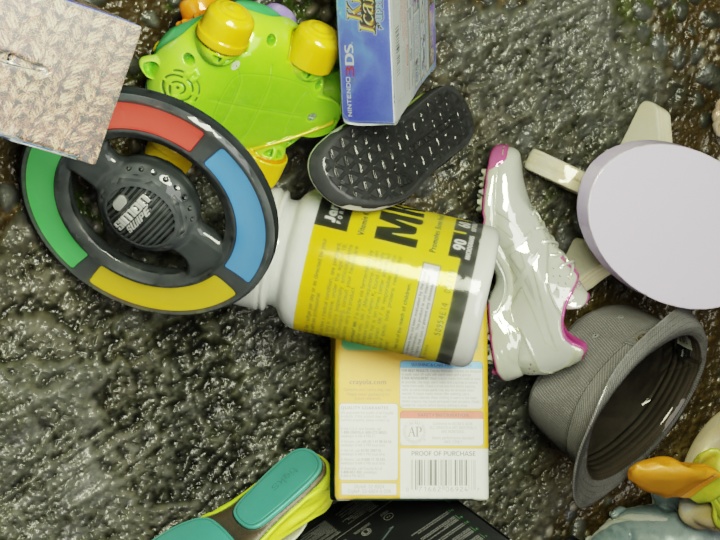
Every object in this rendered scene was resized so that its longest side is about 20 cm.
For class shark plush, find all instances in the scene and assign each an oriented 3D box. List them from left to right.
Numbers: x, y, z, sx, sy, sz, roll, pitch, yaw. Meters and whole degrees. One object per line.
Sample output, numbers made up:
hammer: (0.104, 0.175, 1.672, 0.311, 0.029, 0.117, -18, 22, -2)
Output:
shark plush: (0.260, 0.245, 1.781, 0.200, 0.083, 0.091, 3, 104, -30)

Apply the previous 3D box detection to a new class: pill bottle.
pill bottle: (0.000, 0.000, 1.500, 0.199, 0.114, 0.115, 12, 101, 2)

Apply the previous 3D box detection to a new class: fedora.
fedora: (0.213, 0.101, 1.688, 0.200, 0.090, 0.177, -41, 146, -26)

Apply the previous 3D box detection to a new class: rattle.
rattle: (0.320, 0.127, 1.758, 0.143, 0.130, 0.200, 25, 76, -9)

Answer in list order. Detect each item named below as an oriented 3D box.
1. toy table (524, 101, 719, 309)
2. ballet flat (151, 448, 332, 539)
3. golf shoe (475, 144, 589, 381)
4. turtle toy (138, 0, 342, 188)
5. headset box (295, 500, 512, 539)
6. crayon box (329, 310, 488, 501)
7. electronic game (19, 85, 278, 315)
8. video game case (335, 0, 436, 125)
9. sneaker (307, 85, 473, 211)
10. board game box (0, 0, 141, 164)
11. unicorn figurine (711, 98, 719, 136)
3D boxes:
toy table: (0.241, -0.048, 1.657, 0.200, 0.117, 0.184, 38, 86, -31)
ballet flat: (-0.102, 0.224, 1.593, 0.200, 0.067, 0.067, -34, 140, -18)
golf shoe: (0.145, -0.008, 1.622, 0.091, 0.075, 0.201, -3, 102, 12)
turtle toy: (-0.079, -0.144, 1.460, 0.200, 0.101, 0.146, 8, 125, -33)
headset box: (0.030, 0.269, 1.595, 0.174, 0.200, 0.093, -34, 119, -16)
crayon box: (0.039, 0.087, 1.580, 0.125, 0.052, 0.201, 1, 84, -6)
electronic game: (-0.156, -0.048, 1.418, 0.200, 0.200, 0.042, 62, 32, -28)
video game case: (0.019, -0.228, 1.451, 0.045, 0.181, 0.201, 2, 109, 13)
sneaker: (0.013, -0.086, 1.511, 0.200, 0.083, 0.072, -26, 96, -50)
board game box: (-0.265, -0.158, 1.296, 0.159, 0.200, 0.097, 16, 98, -32)
unicorn figurine: (0.390, -0.111, 1.754, 0.200, 0.074, 0.137, 33, 98, -18)
